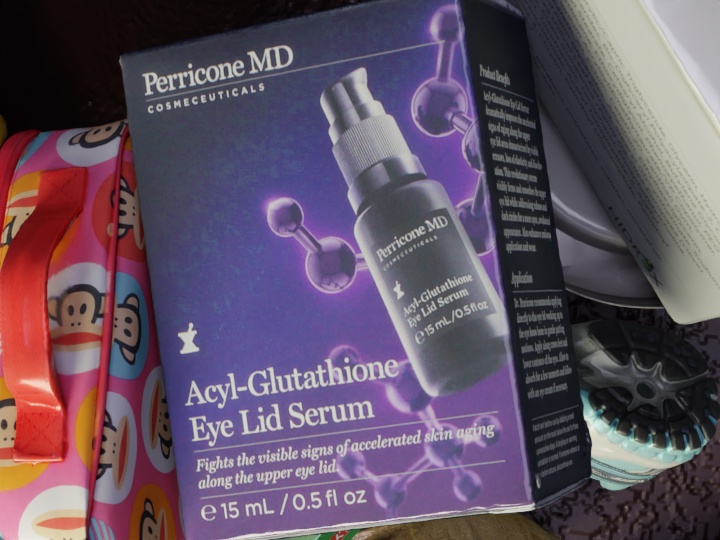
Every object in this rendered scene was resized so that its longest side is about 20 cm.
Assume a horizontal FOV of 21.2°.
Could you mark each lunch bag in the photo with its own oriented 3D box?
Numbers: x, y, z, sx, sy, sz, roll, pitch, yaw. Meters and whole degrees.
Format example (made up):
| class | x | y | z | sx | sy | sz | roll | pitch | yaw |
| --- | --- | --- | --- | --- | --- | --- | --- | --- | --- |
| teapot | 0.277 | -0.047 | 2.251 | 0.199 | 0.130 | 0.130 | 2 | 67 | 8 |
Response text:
| class | x | y | z | sx | sy | sz | roll | pitch | yaw |
| --- | --- | --- | --- | --- | --- | --- | --- | --- | --- |
| lunch bag | -0.103 | 0.044 | 0.790 | 0.081 | 0.176 | 0.202 | -5 | 65 | 17 |

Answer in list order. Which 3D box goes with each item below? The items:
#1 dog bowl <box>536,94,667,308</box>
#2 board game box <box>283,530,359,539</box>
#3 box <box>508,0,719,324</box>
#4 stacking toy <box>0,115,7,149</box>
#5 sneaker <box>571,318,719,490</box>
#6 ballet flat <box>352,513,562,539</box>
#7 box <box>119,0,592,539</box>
| class | x | y | z | sx | sy | sz | roll | pitch | yaw |
| --- | --- | --- | --- | --- | --- | --- | --- | --- | --- |
| dog bowl | 0.127 | -0.081 | 0.891 | 0.198 | 0.059 | 0.202 | 1 | 86 | -8 |
| board game box | -0.080 | 0.109 | 0.873 | 0.200 | 0.029 | 0.134 | -48 | 59 | -1 |
| box | 0.180 | -0.115 | 0.785 | 0.198 | 0.171 | 0.201 | -33 | 90 | -9 |
| stacking toy | -0.194 | -0.062 | 0.874 | 0.200 | 0.085 | 0.085 | 43 | 88 | -8 |
| sneaker | 0.058 | 0.055 | 0.881 | 0.198 | 0.086 | 0.078 | 22 | 53 | -8 |
| ballet flat | -0.007 | 0.126 | 0.901 | 0.198 | 0.068 | 0.073 | -14 | 76 | 1 |
| box | 0.000 | 0.000 | 0.770 | 0.147 | 0.104 | 0.202 | -10 | 87 | 19 |
